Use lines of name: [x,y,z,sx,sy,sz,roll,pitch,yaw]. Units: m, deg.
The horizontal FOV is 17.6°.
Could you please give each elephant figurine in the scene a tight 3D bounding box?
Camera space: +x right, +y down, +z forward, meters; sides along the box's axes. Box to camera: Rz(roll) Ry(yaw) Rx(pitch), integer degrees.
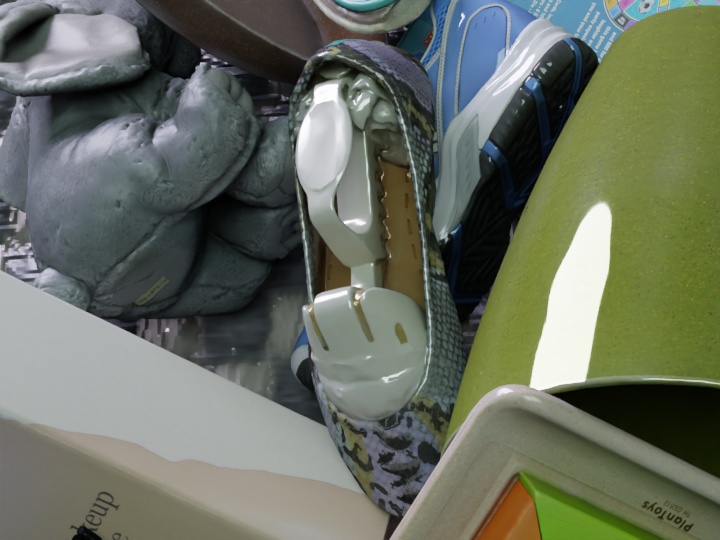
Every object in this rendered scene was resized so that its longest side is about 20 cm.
elephant figurine: [-0.116,-0.075,1.064,0.200,0.155,0.142,50,118,30]

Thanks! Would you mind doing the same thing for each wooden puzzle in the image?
wooden puzzle: [0.076,0.156,0.871,0.200,0.185,0.037,-56,27,16]

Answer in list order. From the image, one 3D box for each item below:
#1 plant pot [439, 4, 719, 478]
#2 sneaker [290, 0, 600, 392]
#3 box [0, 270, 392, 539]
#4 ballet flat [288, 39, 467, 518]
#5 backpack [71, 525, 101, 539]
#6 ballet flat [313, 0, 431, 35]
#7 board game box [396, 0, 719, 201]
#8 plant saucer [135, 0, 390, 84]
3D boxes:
plant pot: [0.135,0.002,0.930,0.186,0.187,0.201,3,59,9]
sneaker: [0.026,-0.033,1.023,0.077,0.076,0.200,43,109,27]
box: [-0.093,0.090,0.964,0.200,0.095,0.078,25,39,-6]
ballet flat: [0.000,0.000,0.943,0.072,0.072,0.201,-7,77,6]
backpack: [-0.148,0.203,0.834,0.168,0.200,0.163,-41,75,10]
ballet flat: [0.002,-0.156,1.061,0.067,0.062,0.200,-22,42,4]
board game box: [0.128,-0.092,1.062,0.200,0.047,0.151,29,79,16]
plant saucer: [-0.072,-0.148,1.039,0.032,0.200,0.200,-48,69,21]
